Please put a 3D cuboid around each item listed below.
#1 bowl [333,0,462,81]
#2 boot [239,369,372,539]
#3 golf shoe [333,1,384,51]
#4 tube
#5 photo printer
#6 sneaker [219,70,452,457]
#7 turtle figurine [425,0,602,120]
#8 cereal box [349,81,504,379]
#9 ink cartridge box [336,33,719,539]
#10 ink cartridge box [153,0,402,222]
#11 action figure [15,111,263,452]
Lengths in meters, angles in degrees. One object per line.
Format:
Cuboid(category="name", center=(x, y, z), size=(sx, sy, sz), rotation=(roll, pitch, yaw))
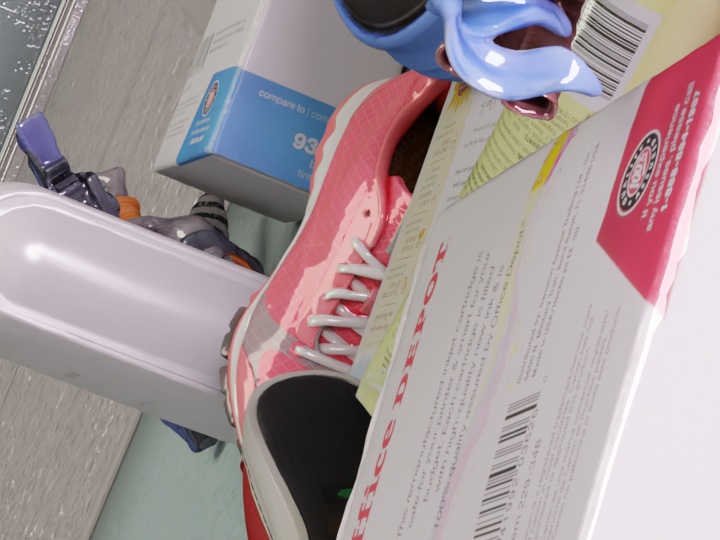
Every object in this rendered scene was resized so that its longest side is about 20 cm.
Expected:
Cuboid(category="bowl", center=(0.040, -0.173, 0.990), size=(0.201, 0.039, 0.201), rotation=(-41, 43, 55))
Cuboid(category="boot", center=(-0.003, 0.151, 0.904), size=(0.200, 0.072, 0.145), rotation=(-108, 19, -51))
Cuboid(category="golf shoe", center=(0.064, -0.179, 1.147), size=(0.091, 0.075, 0.201), rotation=(34, 102, 56))
Cuboid(category="tube", center=(0.056, -0.017, 0.851), size=(0.200, 0.052, 0.058), rotation=(-64, 0, 22))
Cuboid(category="photo printer", center=(-0.114, 0.020, 1.226), size=(0.166, 0.199, 0.070), rotation=(164, 127, -73))
Cuboid(category="sneaker", center=(0.000, 0.000, 1.081), size=(0.087, 0.074, 0.201), rotation=(-35, 36, 65))
Cuboid(category="turtle figurine", center=(0.086, -0.146, 0.653), size=(0.144, 0.194, 0.201), rotation=(-6, 96, 40))
Cuboid(category="cereal box", center=(0.052, -0.020, 0.971), size=(0.144, 0.039, 0.201), rotation=(170, 120, -73))
Cuboid(category="ink cartridge box", center=(0.071, 0.039, 0.704), size=(0.200, 0.085, 0.148), rotation=(145, 144, -69))
Cuboid(category="ink cartridge box", center=(-0.024, -0.134, 1.361), size=(0.145, 0.083, 0.201), rotation=(173, 118, -76))
Cuboid(category="action figure", center=(-0.105, -0.016, 1.413), size=(0.104, 0.200, 0.193), rotation=(-29, 19, -8))
